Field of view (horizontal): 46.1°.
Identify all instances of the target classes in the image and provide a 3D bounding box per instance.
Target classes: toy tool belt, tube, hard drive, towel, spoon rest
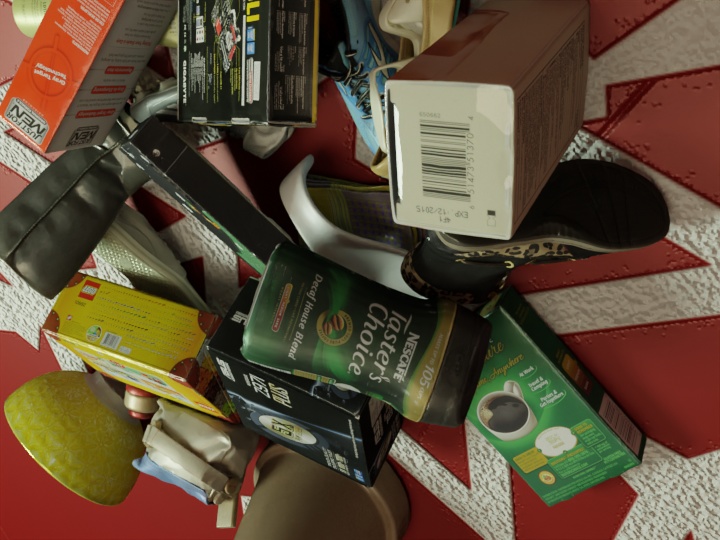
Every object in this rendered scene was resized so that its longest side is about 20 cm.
[{"bbox_3d":[-0.215,0.218,1.008,0.197,0.124,0.125,17,98,29],"label":"toy tool belt"},{"bbox_3d":[-0.241,-0.251,0.807,0.196,0.053,0.058,6,150,21],"label":"tube"},{"bbox_3d":[-0.136,-0.062,0.796,0.200,0.038,0.139,44,171,-18],"label":"hard drive"},{"bbox_3d":[0.000,0.000,0.839,0.141,0.023,0.203,10,123,24],"label":"towel"},{"bbox_3d":[-0.003,-0.011,0.775,0.099,0.061,0.200,-40,95,29],"label":"spoon rest"}]

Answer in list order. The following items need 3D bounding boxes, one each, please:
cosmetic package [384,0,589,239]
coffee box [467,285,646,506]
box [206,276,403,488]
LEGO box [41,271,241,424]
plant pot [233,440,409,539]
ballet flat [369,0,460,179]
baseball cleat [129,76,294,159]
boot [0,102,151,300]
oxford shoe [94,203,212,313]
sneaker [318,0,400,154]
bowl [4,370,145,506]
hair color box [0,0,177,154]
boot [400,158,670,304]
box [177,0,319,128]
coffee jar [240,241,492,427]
[{"bbox_3d":[0.095,-0.115,0.594,0.086,0.200,0.105,9,122,25],"label":"cosmetic package"},{"bbox_3d":[0.162,0.123,0.807,0.200,0.044,0.123,46,130,-3],"label":"coffee box"},{"bbox_3d":[-0.047,0.118,0.851,0.161,0.087,0.201,22,152,17],"label":"box"},{"bbox_3d":[-0.229,0.087,0.950,0.197,0.078,0.149,15,158,21],"label":"LEGO box"},{"bbox_3d":[-0.063,0.308,0.971,0.197,0.175,0.203,14,126,21],"label":"plant pot"},{"bbox_3d":[0.040,-0.166,0.642,0.062,0.069,0.204,1,100,-14],"label":"ballet flat"},{"bbox_3d":[-0.133,-0.147,0.792,0.197,0.070,0.108,-11,111,35],"label":"baseball cleat"},{"bbox_3d":[-0.309,-0.101,0.858,0.200,0.073,0.182,-42,92,6],"label":"boot"},{"bbox_3d":[-0.232,-0.008,0.951,0.074,0.058,0.200,-21,122,39],"label":"oxford shoe"},{"bbox_3d":[-0.009,-0.166,0.694,0.077,0.090,0.202,-17,109,36],"label":"sneaker"},{"bbox_3d":[-0.342,0.191,1.089,0.200,0.200,0.108,45,88,-2],"label":"bowl"},{"bbox_3d":[-0.226,-0.204,0.739,0.061,0.101,0.201,36,108,4],"label":"hair color box"},{"bbox_3d":[0.134,-0.025,0.697,0.151,0.196,0.075,126,136,-67],"label":"boot"},{"bbox_3d":[-0.090,-0.215,0.656,0.158,0.049,0.204,12,103,52],"label":"box"},{"bbox_3d":[0.007,0.056,0.707,0.196,0.106,0.085,19,172,1],"label":"coffee jar"}]
